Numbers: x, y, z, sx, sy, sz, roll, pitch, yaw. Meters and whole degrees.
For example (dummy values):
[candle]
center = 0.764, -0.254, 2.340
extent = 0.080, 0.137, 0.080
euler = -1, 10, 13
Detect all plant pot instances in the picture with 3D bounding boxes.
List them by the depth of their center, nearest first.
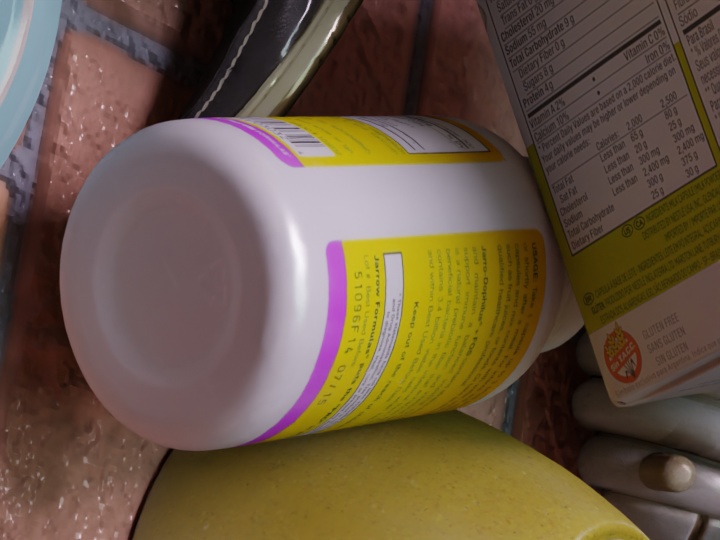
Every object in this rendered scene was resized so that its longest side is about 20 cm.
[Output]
[plant pot]
center = 0.031, 0.136, 0.927
extent = 0.199, 0.141, 0.202
euler = 1, 89, -53

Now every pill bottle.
[pill bottle]
center = 0.000, 0.000, 0.881
extent = 0.199, 0.104, 0.105
euler = -4, 93, -52

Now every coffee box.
[coffee box]
center = 0.182, -0.092, 0.868
extent = 0.199, 0.200, 0.199
euler = -9, 74, -36

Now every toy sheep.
[toy sheep]
center = 0.150, 0.055, 1.097
extent = 0.138, 0.137, 0.201
euler = 28, 80, -49

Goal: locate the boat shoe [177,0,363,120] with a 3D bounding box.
[boat shoe]
center = -0.021, -0.124, 0.930
extent = 0.066, 0.072, 0.202
euler = 34, 74, -7

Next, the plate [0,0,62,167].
[plate]
center = -0.150, -0.082, 0.751
extent = 0.200, 0.025, 0.202
euler = -23, 121, -46
